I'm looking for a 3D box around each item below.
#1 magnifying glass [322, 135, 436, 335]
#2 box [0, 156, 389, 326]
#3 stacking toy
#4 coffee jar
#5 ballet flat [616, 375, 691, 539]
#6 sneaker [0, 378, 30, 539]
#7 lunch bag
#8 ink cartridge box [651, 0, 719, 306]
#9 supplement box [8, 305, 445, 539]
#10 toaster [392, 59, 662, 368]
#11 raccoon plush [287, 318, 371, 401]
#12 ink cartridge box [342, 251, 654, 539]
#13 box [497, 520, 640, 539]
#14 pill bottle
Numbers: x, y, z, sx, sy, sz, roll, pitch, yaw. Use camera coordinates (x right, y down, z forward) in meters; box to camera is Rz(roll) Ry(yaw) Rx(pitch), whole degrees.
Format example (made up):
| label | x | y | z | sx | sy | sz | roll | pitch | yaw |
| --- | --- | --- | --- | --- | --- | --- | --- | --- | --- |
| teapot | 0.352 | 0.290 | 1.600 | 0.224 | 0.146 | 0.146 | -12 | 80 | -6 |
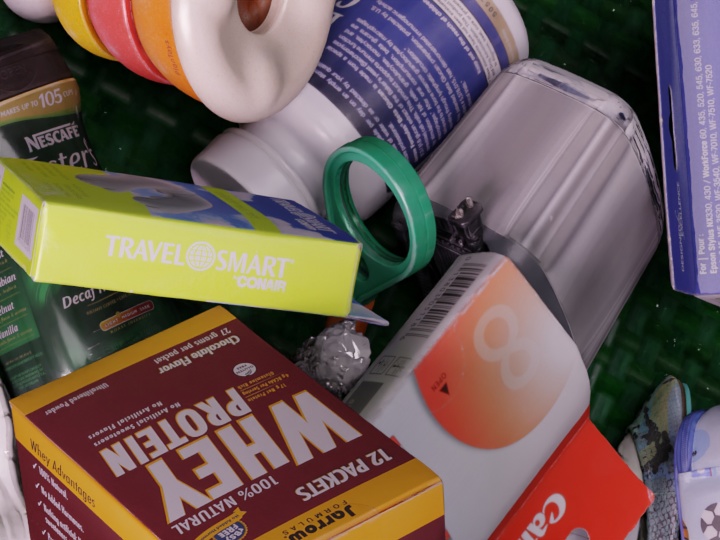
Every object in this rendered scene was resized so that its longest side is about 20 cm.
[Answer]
| label | x | y | z | sx | sy | sz | roll | pitch | yaw |
| --- | --- | --- | --- | --- | --- | --- | --- | --- | --- |
| magnifying glass | 0.000 | 0.000 | 1.567 | 0.022 | 0.201 | 0.080 | -31 | 65 | -28 |
| box | -0.091 | -0.015 | 1.475 | 0.199 | 0.122 | 0.048 | 8 | 100 | -21 |
| stacking toy | -0.127 | -0.165 | 1.556 | 0.146 | 0.199 | 0.147 | -20 | 114 | -55 |
| coffee jar | -0.184 | -0.032 | 1.557 | 0.104 | 0.085 | 0.201 | -25 | 91 | -37 |
| ballet flat | 0.168 | 0.163 | 1.669 | 0.074 | 0.074 | 0.202 | 4 | 78 | -19 |
| sneaker | -0.216 | 0.146 | 1.517 | 0.086 | 0.075 | 0.201 | -17 | 57 | -6 |
| lunch bag | 0.253 | 0.179 | 1.662 | 0.160 | 0.075 | 0.202 | 4 | 80 | -63 |
| ink cartridge box | 0.220 | -0.078 | 1.661 | 0.047 | 0.200 | 0.199 | -5 | 83 | 16 |
| supplement box | -0.063 | 0.164 | 1.394 | 0.132 | 0.197 | 0.201 | -24 | 129 | -28 |
| toaster | 0.100 | -0.031 | 1.600 | 0.113 | 0.200 | 0.130 | 25 | 69 | 28 |
| raccoon plush | -0.096 | 0.074 | 1.523 | 0.133 | 0.200 | 0.097 | 0 | 51 | -28 |
| ink cartridge box | 0.076 | 0.117 | 1.494 | 0.200 | 0.050 | 0.162 | 49 | 66 | -22 |
| box | 0.049 | 0.199 | 1.574 | 0.183 | 0.105 | 0.202 | 20 | 75 | -36 |
| pill bottle | -0.003 | -0.099 | 1.621 | 0.200 | 0.111 | 0.111 | -44 | 97 | -20 |
